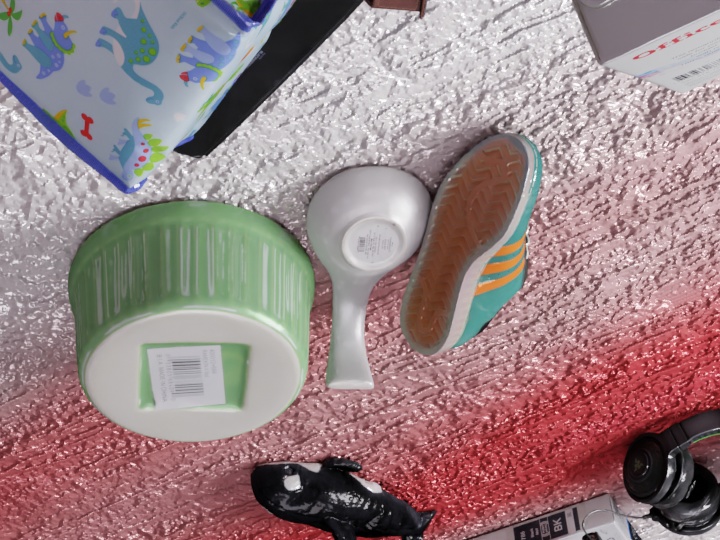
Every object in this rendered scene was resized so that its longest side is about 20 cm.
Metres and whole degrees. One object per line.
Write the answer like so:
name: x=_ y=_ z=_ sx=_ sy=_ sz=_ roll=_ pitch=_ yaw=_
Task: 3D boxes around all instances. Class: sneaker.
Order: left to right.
sneaker: x=0.097 y=-0.025 z=1.299 sx=0.080 sy=0.071 sz=0.201 roll=-15 pitch=140 yaw=-45

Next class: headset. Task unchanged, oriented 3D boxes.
headset: x=0.294 y=0.211 z=1.563 sx=0.200 sy=0.094 sz=0.123 roll=-35 pitch=132 yaw=15

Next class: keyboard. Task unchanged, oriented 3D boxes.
keyboard: x=-0.103 y=-0.159 z=1.152 sx=0.127 sy=0.021 sz=0.200 roll=26 pitch=130 yaw=-32

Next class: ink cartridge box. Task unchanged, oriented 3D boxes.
ink cartridge box: x=0.177 y=0.290 z=1.685 sx=0.199 sy=0.039 sz=0.100 roll=-22 pitch=137 yaw=16
ink cartridge box: x=0.200 y=-0.202 z=0.972 sx=0.145 sy=0.145 sz=0.200 roll=-24 pitch=173 yaw=21

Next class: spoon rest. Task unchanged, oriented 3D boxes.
spoon rest: x=0.000 y=0.000 z=1.328 sx=0.099 sy=0.061 sz=0.201 roll=3 pitch=125 yaw=-11

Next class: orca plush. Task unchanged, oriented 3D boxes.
orca plush: x=-0.016 y=0.242 z=1.582 sx=0.105 sy=0.071 sz=0.200 roll=-31 pitch=133 yaw=27

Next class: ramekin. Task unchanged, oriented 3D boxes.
ramekin: x=-0.132 y=0.048 z=1.325 sx=0.199 sy=0.098 sz=0.201 roll=-3 pitch=139 yaw=-3

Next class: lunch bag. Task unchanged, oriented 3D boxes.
lunch bag: x=-0.157 y=-0.181 z=1.042 sx=0.200 sy=0.128 sz=0.170 roll=40 pitch=126 yaw=-3

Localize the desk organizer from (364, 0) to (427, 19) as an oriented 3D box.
desk organizer: x=0.012 y=-0.254 z=1.015 sx=0.077 sy=0.072 sz=0.201 roll=3 pitch=139 yaw=-5
